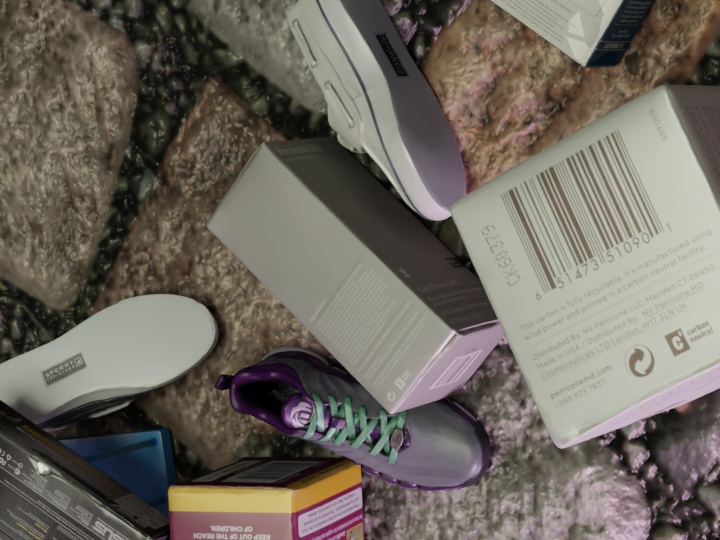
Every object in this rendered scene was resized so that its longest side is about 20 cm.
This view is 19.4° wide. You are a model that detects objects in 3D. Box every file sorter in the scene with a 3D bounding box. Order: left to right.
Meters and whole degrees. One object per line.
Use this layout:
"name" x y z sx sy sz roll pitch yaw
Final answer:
"file sorter" -0.222 0.235 1.620 0.138 0.122 0.202 -8 92 30

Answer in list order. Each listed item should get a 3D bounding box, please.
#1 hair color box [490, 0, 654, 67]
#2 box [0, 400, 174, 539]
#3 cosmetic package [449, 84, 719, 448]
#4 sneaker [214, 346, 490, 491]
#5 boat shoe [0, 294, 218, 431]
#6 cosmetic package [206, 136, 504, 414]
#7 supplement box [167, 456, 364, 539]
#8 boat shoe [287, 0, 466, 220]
"hair color box" 0.171 -0.244 1.384 0.100 0.060 0.201 38 112 21
"box" -0.246 0.203 1.530 0.199 0.048 0.159 31 107 18
"cosmetic package" 0.191 -0.007 1.316 0.164 0.200 0.166 -29 79 28
"sneaker" -0.008 0.114 1.505 0.199 0.087 0.075 17 103 27
"boat shoe" -0.197 0.078 1.624 0.199 0.068 0.072 -25 74 7
"cosmetic package" 0.000 0.000 1.481 0.200 0.107 0.090 47 115 16
"supplement box" -0.063 0.243 1.520 0.102 0.131 0.202 -2 93 21
"boat shoe" 0.010 -0.116 1.490 0.065 0.073 0.201 -35 68 32
